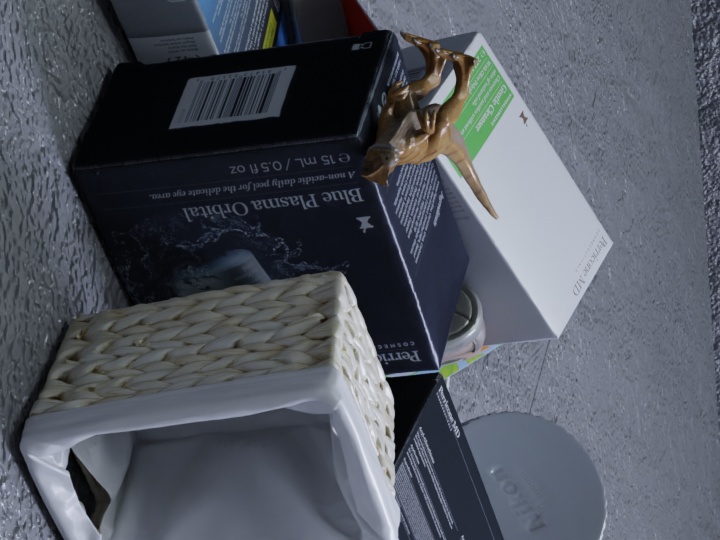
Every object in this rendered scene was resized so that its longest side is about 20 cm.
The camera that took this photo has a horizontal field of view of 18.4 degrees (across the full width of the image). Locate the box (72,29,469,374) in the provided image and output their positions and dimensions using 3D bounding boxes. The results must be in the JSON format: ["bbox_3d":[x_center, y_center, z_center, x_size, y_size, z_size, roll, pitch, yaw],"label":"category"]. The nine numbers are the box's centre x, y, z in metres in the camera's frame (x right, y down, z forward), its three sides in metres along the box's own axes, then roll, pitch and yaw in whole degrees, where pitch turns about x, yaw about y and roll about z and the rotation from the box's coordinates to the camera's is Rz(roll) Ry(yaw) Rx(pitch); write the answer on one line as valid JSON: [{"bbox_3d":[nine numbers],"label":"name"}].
[{"bbox_3d":[-0.053,-0.035,1.451,0.117,0.196,0.200,-74,151,-47],"label":"box"}]

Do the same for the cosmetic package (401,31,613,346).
[{"bbox_3d":[0.081,-0.054,1.554,0.200,0.085,0.108,53,50,-26],"label":"cosmetic package"}]

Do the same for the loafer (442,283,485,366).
[{"bbox_3d":[-0.010,0.054,1.557,0.063,0.200,0.072,70,16,-58],"label":"loafer"}]

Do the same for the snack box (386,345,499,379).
[{"bbox_3d":[0.000,0.000,1.612,0.200,0.142,0.053,60,-1,-22],"label":"snack box"}]

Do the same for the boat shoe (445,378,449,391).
[{"bbox_3d":[0.037,0.095,1.714,0.066,0.072,0.200,11,80,-56],"label":"boat shoe"}]

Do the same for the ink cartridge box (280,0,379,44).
[{"bbox_3d":[-0.020,-0.144,1.664,0.174,0.044,0.200,-118,-168,-45],"label":"ink cartridge box"}]

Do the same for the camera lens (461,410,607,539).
[{"bbox_3d":[0.100,0.213,1.790,0.200,0.160,0.160,121,-26,-63],"label":"camera lens"}]

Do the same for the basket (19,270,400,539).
[{"bbox_3d":[-0.082,0.095,1.331,0.123,0.200,0.136,-80,156,-50],"label":"basket"}]

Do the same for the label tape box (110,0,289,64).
[{"bbox_3d":[-0.108,-0.179,1.546,0.200,0.066,0.143,72,21,-47],"label":"label tape box"}]

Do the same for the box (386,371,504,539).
[{"bbox_3d":[0.034,0.193,1.556,0.141,0.079,0.200,-57,134,-48],"label":"box"}]

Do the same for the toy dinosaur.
[{"bbox_3d":[0.041,-0.088,1.379,0.200,0.060,0.106,-6,114,-65],"label":"toy dinosaur"}]
